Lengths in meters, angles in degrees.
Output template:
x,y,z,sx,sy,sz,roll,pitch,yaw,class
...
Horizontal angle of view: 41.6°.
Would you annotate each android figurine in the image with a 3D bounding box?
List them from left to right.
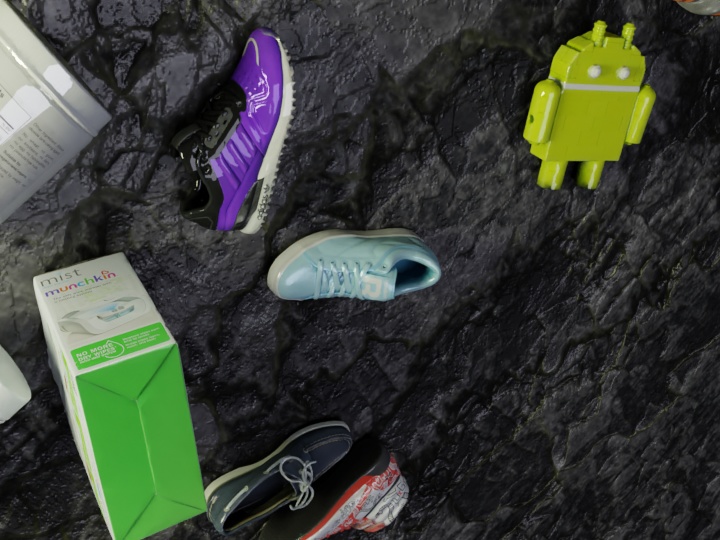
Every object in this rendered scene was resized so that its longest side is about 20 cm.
x,y,z,sx,sy,sz,roll,pitch,yaw,class
0.270,-0.192,1.115,0.180,0.041,0.203,-2,119,-30,android figurine

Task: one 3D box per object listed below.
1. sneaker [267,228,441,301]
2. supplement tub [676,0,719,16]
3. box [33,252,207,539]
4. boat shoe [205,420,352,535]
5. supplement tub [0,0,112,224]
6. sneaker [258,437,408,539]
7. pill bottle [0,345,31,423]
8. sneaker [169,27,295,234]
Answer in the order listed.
x,y,z,sx,sy,sz,roll,pitch,yaw,class
0.000,0.000,1.029,0.197,0.082,0.075,-14,122,-25,sneaker
0.432,-0.349,1.071,0.197,0.123,0.124,-4,118,-29,supplement tub
-0.229,0.118,0.893,0.095,0.176,0.203,-17,124,-21,box
-0.090,0.246,1.125,0.198,0.062,0.076,-22,124,-20,boat shoe
-0.311,-0.102,0.748,0.200,0.132,0.132,-43,130,-4,supplement tub
-0.026,0.312,1.199,0.201,0.067,0.108,-40,127,-9,sneaker
-0.402,0.142,0.842,0.199,0.114,0.115,-40,130,-6,pill bottle
-0.126,-0.128,0.888,0.098,0.070,0.203,1,115,-29,sneaker
